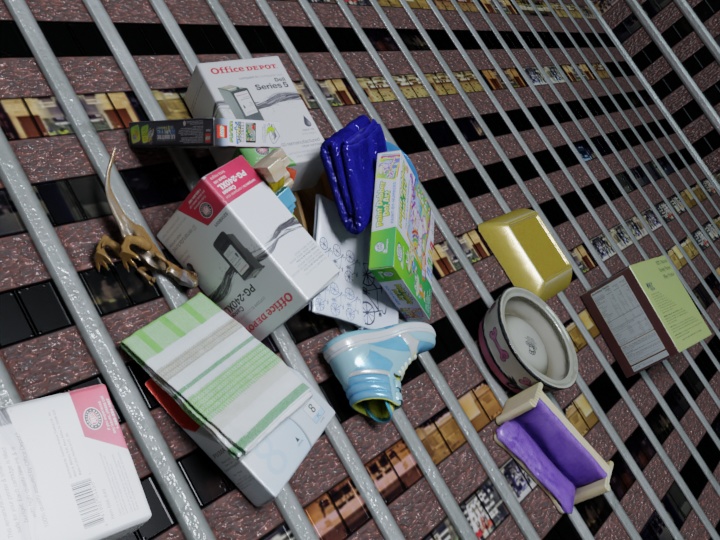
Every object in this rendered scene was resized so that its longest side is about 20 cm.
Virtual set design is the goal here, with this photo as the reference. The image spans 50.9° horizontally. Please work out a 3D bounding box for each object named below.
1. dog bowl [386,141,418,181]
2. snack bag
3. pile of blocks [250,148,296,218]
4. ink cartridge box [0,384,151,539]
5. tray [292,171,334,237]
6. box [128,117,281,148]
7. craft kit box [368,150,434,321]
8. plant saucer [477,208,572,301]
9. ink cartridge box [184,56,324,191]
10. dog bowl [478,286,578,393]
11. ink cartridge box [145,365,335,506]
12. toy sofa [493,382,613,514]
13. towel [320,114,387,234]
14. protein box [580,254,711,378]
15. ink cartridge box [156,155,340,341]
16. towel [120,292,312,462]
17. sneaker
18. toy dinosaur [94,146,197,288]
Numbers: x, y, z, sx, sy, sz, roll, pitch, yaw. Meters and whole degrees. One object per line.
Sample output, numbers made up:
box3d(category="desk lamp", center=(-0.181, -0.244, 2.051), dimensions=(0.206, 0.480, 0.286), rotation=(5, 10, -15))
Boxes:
box3d(category="dog bowl", center=(0.022, -0.159, 1.325), dimensions=(0.112, 0.050, 0.200), rotation=(55, 39, 4))
box3d(category="snack bag", center=(0.000, 0.000, 1.156), dimensions=(0.199, 0.021, 0.190), rotation=(23, 60, -42))
box3d(category="pile of blocks", center=(-0.107, -0.097, 1.034), dimensions=(0.082, 0.200, 0.062), rotation=(42, 65, 7))
box3d(category="ink cartridge box", center=(-0.317, 0.204, 0.694), dimensions=(0.199, 0.085, 0.147), rotation=(-8, 66, -48))
box3d(category="tray", center=(-0.073, -0.100, 1.199), dimensions=(0.098, 0.037, 0.201), rotation=(6, 57, -41))
box3d(category="box", center=(-0.211, -0.182, 1.012), dimensions=(0.110, 0.199, 0.035), rotation=(-8, 102, -47))
box3d(category="craft kit box", center=(0.069, -0.050, 1.187), dimensions=(0.198, 0.048, 0.202), rotation=(47, 41, -55))
box3d(category="plant saucer", center=(0.353, -0.040, 1.555), dimensions=(0.199, 0.048, 0.201), rotation=(-21, 76, -50))
box3d(category="ink cartridge box", center=(-0.156, -0.217, 1.138), dimensions=(0.145, 0.084, 0.201), rotation=(-16, 69, -34))
box3d(category="dog bowl", center=(0.291, 0.133, 1.337), dimensions=(0.199, 0.074, 0.201), rotation=(28, 42, -28))
box3d(category="ink cartridge box", center=(-0.140, 0.159, 0.927), dimensions=(0.200, 0.047, 0.160), rotation=(49, 39, -6))
box3d(category="toy sofa", center=(0.317, 0.294, 1.239), dimensions=(0.200, 0.083, 0.098), rotation=(48, 39, -4))
box3d(category="towel", center=(0.006, -0.152, 1.158), dimensions=(0.200, 0.049, 0.149), rotation=(-52, 127, -62))
box3d(category="protein box", center=(0.618, 0.096, 1.638), dimensions=(0.198, 0.135, 0.201), rotation=(-11, 69, -47))
box3d(category="ink cartridge box", center=(-0.146, -0.020, 0.980), dimensions=(0.200, 0.145, 0.083), rotation=(50, 41, -2))
box3d(category="towel", center=(-0.170, 0.123, 0.910), dimensions=(0.200, 0.031, 0.149), rotation=(39, 37, 12))
box3d(category="sneaker", center=(0.046, 0.150, 1.093), dimensions=(0.199, 0.080, 0.131), rotation=(-7, 64, -36))
box3d(category="toy dinosaur", center=(-0.288, -0.043, 0.944), dimensions=(0.201, 0.060, 0.106), rotation=(55, 25, -12))
